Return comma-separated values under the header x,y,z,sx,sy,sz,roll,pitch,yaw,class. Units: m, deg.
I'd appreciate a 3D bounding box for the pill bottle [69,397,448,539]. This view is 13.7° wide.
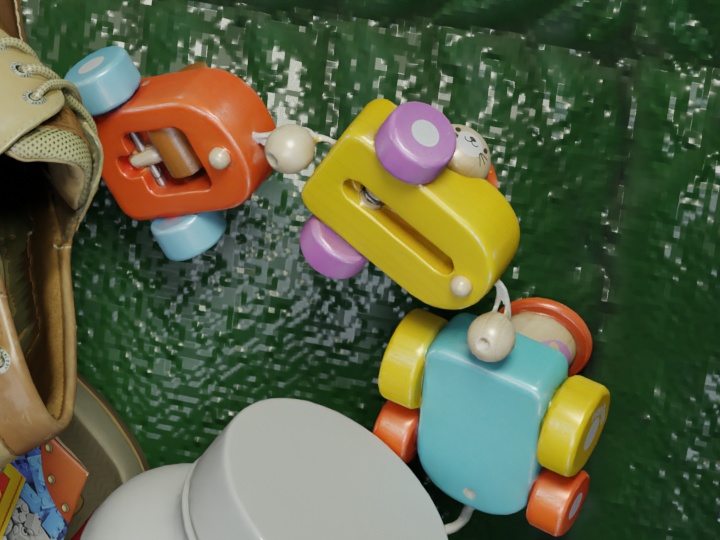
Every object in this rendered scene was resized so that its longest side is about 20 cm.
x,y,z,sx,sy,sz,roll,pitch,yaw,class
-0.062,0.135,0.954,0.112,0.112,0.200,39,121,-4,pill bottle

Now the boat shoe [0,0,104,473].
x,y,z,sx,sy,sz,roll,pitch,yaw,class
-0.111,-0.030,0.892,0.073,0.076,0.201,-12,67,23,boat shoe

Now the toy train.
x,y,z,sx,sy,sz,roll,pitch,yaw,class
0.000,0.000,0.939,0.150,0.056,0.201,-12,119,43,toy train

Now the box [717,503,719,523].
x,y,z,sx,sy,sz,roll,pitch,yaw,class
0.192,-0.032,0.797,0.104,0.182,0.201,19,115,27,box

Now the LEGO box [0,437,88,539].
x,y,z,sx,sy,sz,roll,pitch,yaw,class
-0.200,0.122,0.942,0.199,0.149,0.077,-22,124,34,LEGO box

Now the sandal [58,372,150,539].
x,y,z,sx,sy,sz,roll,pitch,yaw,class
-0.148,0.030,0.977,0.080,0.054,0.200,-40,98,23,sandal
